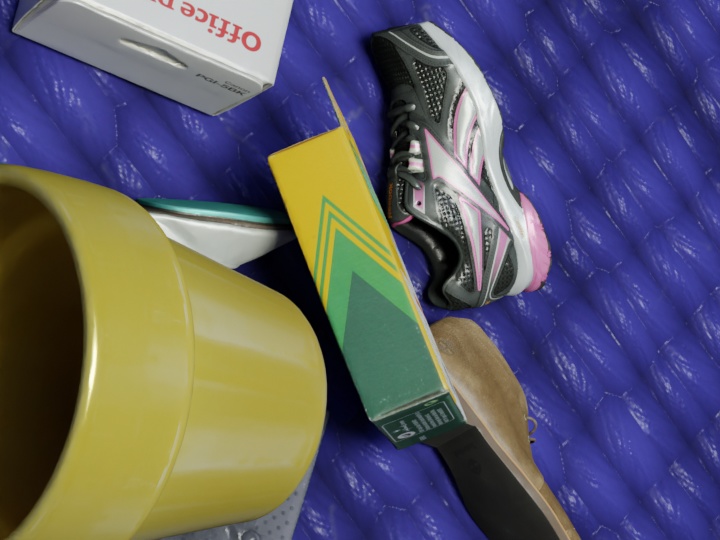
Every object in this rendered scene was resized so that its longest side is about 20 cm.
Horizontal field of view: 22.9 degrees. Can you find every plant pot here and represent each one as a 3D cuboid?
[{"bbox_3d":[-0.126,0.061,0.912,0.189,0.201,0.201,13,73,-45],"label":"plant pot"}]

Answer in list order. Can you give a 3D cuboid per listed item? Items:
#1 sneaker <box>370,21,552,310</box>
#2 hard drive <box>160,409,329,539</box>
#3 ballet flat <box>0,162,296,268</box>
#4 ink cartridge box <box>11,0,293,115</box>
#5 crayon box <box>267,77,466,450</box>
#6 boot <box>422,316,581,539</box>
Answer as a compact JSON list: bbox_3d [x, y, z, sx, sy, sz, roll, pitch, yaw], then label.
[{"bbox_3d":[0.049,-0.065,1.158,0.086,0.080,0.200,-25,89,-22],"label":"sneaker"},{"bbox_3d":[-0.123,0.102,1.034,0.200,0.042,0.135,27,67,-24],"label":"hard drive"},{"bbox_3d":[-0.135,-0.017,1.045,0.200,0.069,0.070,9,76,-27],"label":"ballet flat"},{"bbox_3d":[-0.111,-0.215,1.078,0.147,0.083,0.200,22,69,-26],"label":"ink cartridge box"},{"bbox_3d":[0.000,0.000,1.064,0.051,0.126,0.200,-22,74,3],"label":"crayon box"},{"bbox_3d":[0.097,0.118,1.156,0.075,0.074,0.200,-41,100,-37],"label":"boot"}]
